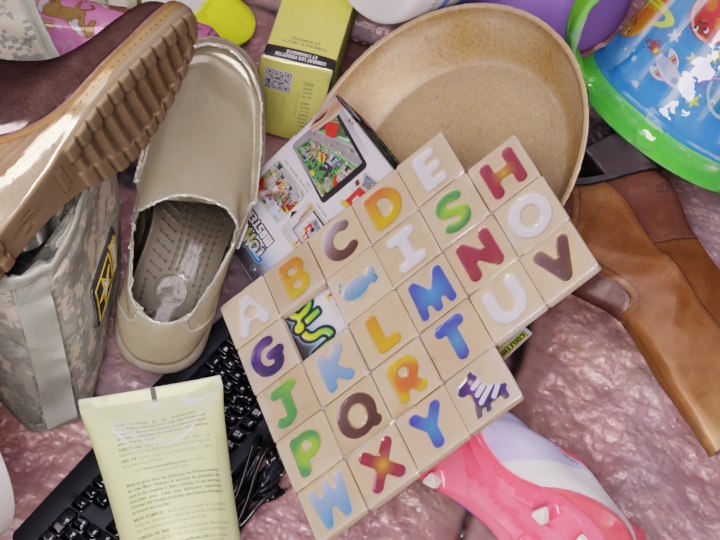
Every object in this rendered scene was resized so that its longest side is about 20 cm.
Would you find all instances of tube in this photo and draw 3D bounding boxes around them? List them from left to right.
[{"bbox_3d":[-0.086,0.151,0.749,0.058,0.052,0.201,15,53,-52],"label":"tube"}]

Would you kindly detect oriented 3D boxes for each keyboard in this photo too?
[{"bbox_3d":[-0.090,0.102,0.811,0.104,0.040,0.200,32,55,13],"label":"keyboard"}]

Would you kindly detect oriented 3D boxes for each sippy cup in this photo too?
[{"bbox_3d":[0.232,-0.142,0.968,0.177,0.131,0.140,3,40,-48],"label":"sippy cup"}]

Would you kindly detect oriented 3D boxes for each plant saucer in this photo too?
[{"bbox_3d":[0.051,-0.063,0.886,0.199,0.035,0.202,-16,59,28],"label":"plant saucer"}]

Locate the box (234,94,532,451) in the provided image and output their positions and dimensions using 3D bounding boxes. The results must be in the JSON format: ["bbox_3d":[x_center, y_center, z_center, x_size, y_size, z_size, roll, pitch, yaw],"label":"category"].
[{"bbox_3d":[0.000,0.000,0.844,0.110,0.035,0.200,-43,50,10],"label":"box"}]

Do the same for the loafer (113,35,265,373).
[{"bbox_3d":[-0.093,-0.042,0.846,0.075,0.068,0.202,10,78,-11],"label":"loafer"}]

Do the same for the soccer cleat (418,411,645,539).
[{"bbox_3d":[0.076,0.104,0.839,0.200,0.067,0.076,43,25,26],"label":"soccer cleat"}]

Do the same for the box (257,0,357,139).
[{"bbox_3d":[-0.026,-0.185,1.012,0.050,0.075,0.201,15,54,0],"label":"box"}]

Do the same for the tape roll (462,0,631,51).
[{"bbox_3d":[0.114,-0.250,1.094,0.199,0.066,0.201,6,53,-7],"label":"tape roll"}]

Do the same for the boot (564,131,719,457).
[{"bbox_3d":[0.156,0.032,0.916,0.188,0.069,0.201,-25,72,-31],"label":"boot"}]

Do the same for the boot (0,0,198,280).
[{"bbox_3d":[-0.193,-0.089,0.703,0.166,0.072,0.200,34,68,16],"label":"boot"}]

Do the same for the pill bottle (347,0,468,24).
[{"bbox_3d":[0.081,-0.237,0.966,0.199,0.112,0.112,-22,61,-29],"label":"pill bottle"}]

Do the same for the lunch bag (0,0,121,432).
[{"bbox_3d":[-0.191,-0.029,0.806,0.117,0.164,0.201,-20,61,-18],"label":"lunch bag"}]

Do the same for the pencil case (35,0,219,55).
[{"bbox_3d":[-0.189,-0.129,0.926,0.198,0.087,0.083,11,16,-3],"label":"pencil case"}]

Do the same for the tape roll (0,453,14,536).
[{"bbox_3d":[-0.277,0.089,0.680,0.202,0.203,0.139,37,56,15],"label":"tape roll"}]

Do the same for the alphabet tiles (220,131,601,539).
[{"bbox_3d":[0.025,0.023,0.787,0.200,0.008,0.168,-38,51,14],"label":"alphabet tiles"}]

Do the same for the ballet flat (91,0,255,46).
[{"bbox_3d":[-0.165,-0.179,0.983,0.198,0.067,0.067,0,55,-12],"label":"ballet flat"}]
